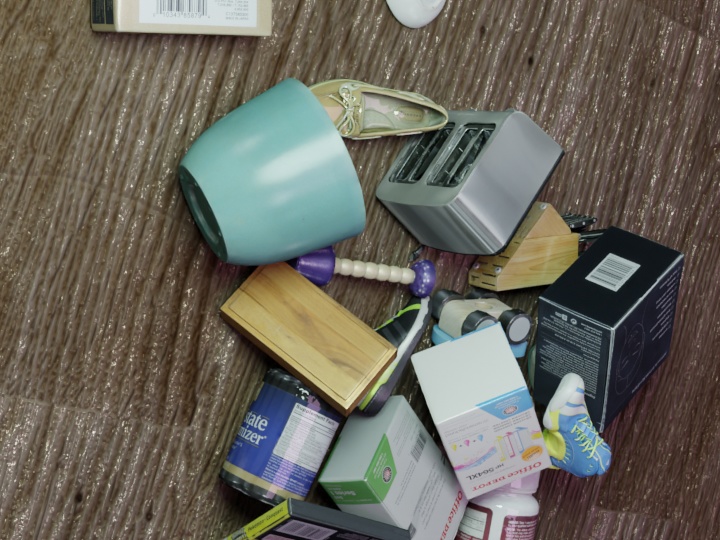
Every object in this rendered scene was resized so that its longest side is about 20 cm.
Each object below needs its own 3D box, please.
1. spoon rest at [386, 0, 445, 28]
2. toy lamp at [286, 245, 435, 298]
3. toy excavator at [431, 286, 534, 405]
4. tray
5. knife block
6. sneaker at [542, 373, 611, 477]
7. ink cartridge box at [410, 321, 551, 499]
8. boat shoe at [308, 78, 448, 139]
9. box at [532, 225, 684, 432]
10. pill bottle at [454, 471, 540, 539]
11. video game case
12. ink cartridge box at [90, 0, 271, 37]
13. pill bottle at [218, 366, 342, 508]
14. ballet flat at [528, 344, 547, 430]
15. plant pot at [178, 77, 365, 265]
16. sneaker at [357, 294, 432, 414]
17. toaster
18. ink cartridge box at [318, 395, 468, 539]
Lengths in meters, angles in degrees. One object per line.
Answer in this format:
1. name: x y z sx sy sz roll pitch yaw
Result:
1. spoon rest: 0.051 -0.393 1.652 0.100 0.060 0.200 -54 137 -14
2. toy lamp: 0.000 0.000 1.672 0.199 0.058 0.058 10 93 -29
3. toy excavator: 0.176 0.132 1.822 0.194 0.100 0.201 -1 113 -36
4. tray: -0.063 0.076 1.579 0.099 0.200 0.037 -48 166 -18
5. knife block: 0.267 -0.009 1.865 0.200 0.064 0.176 -53 123 -16
6. sneaker: 0.301 0.216 1.770 0.076 0.105 0.200 -56 163 -30
7. ink cartridge box: 0.164 0.194 1.722 0.128 0.125 0.200 -22 133 2
8. boat shoe: 0.015 -0.200 1.644 0.200 0.063 0.074 3 98 -31
9. box: 0.346 0.080 1.825 0.200 0.124 0.197 -40 140 -36
10. pill bottle: 0.190 0.369 1.851 0.114 0.114 0.201 8 94 -36
11. video game case: -0.068 0.350 1.639 0.200 0.181 0.026 23 45 -36
12. ink cartridge box: -0.198 -0.347 1.462 0.199 0.075 0.166 -6 103 -34
13. pill bottle: -0.087 0.191 1.620 0.112 0.112 0.201 30 80 -36
14. ballet flat: 0.298 0.201 1.927 0.067 0.064 0.201 -23 111 -30
15. plant pot: -0.113 -0.098 1.504 0.160 0.200 0.201 -26 114 -15
16. sneaker: 0.028 0.094 1.708 0.083 0.072 0.200 29 59 1
17. toaster: 0.135 -0.113 1.683 0.119 0.181 0.200 42 73 -30
18. ink cartridge box: 0.049 0.288 1.724 0.200 0.084 0.146 57 42 -29
